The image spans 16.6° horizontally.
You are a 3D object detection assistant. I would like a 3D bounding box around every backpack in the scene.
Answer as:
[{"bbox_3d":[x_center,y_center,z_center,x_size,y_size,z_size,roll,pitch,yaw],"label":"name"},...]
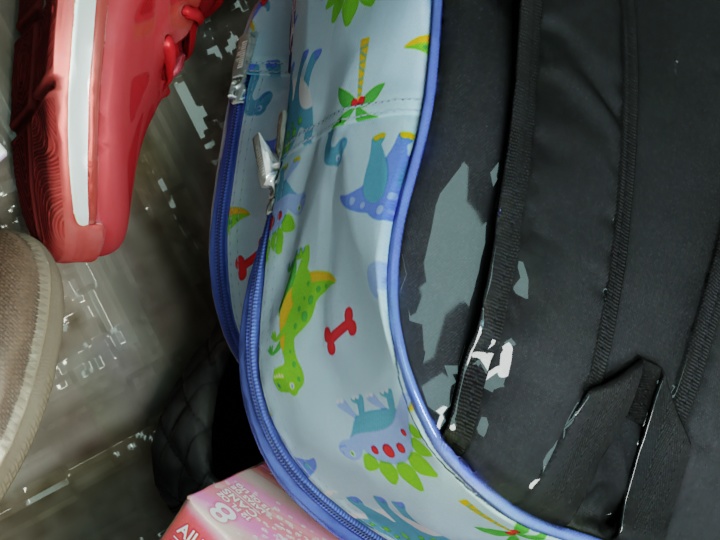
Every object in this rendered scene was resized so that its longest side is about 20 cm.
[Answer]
[{"bbox_3d":[0.048,-0.005,0.722,0.182,0.147,0.201,25,63,-31],"label":"backpack"}]

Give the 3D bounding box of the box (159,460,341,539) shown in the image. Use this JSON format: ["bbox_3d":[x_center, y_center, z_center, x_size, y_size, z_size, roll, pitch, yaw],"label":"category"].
[{"bbox_3d":[0.018,0.154,0.710,0.200,0.095,0.103,40,109,14],"label":"box"}]

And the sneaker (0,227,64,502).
[{"bbox_3d":[-0.159,0.064,0.719,0.076,0.070,0.201,41,72,-41],"label":"sneaker"}]

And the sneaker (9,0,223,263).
[{"bbox_3d":[-0.046,-0.098,0.788,0.115,0.078,0.201,6,83,-17],"label":"sneaker"}]

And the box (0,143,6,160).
[{"bbox_3d":[-0.193,0.017,0.741,0.200,0.039,0.041,-45,100,-18],"label":"box"}]

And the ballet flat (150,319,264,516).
[{"bbox_3d":[0.000,0.000,0.801,0.066,0.057,0.201,33,73,-13],"label":"ballet flat"}]
